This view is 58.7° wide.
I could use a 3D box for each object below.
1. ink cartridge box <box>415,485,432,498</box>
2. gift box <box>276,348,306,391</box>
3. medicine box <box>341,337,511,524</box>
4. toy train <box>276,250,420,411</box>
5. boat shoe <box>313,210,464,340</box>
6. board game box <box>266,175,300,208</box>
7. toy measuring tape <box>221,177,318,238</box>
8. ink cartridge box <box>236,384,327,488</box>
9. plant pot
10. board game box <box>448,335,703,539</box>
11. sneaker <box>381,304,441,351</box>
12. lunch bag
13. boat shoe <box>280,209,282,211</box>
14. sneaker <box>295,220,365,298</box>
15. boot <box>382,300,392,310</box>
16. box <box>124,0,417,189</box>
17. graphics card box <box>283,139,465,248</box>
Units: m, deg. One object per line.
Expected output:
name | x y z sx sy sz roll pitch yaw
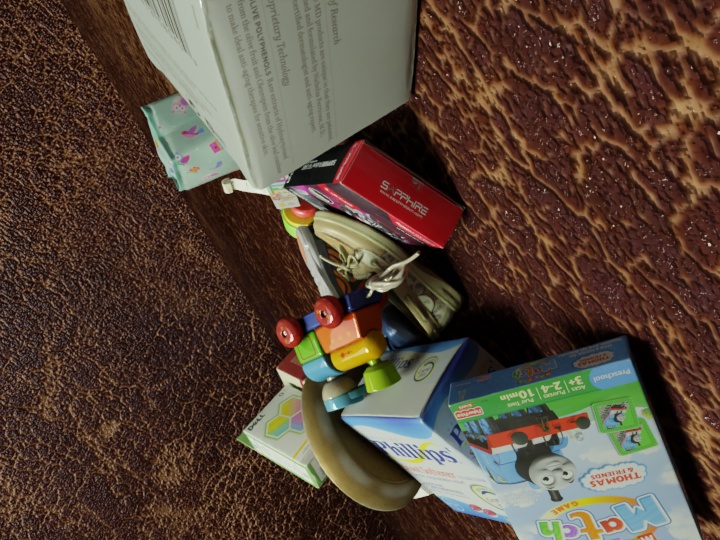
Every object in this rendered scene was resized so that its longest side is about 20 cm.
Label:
ink cartridge box | 0.047 0.205 0.920 0.200 0.147 0.083 38 152 4
gift box | 0.002 0.192 1.094 0.184 0.200 0.187 24 143 40
medicine box | 0.110 0.177 0.698 0.200 0.103 0.182 40 154 -14
toy train | 0.009 0.070 0.652 0.200 0.085 0.116 -28 83 43
boat shoe | 0.026 0.004 0.712 0.200 0.063 0.073 34 174 -13
board game box | -0.108 -0.167 0.785 0.200 0.034 0.135 87 175 -81
toy measuring tape | -0.113 -0.086 0.917 0.199 0.074 0.074 12 151 10
ink cartridge box | -0.109 0.246 1.002 0.200 0.104 0.059 14 138 41
plant pot | 0.014 0.190 0.784 0.027 0.200 0.200 -41 81 32
board game box | 0.185 0.164 0.550 0.200 0.151 0.037 61 -156 -20
sneaker | 0.060 0.104 0.821 0.074 0.082 0.200 51 -177 28
lunch bag | -0.231 -0.205 1.000 0.122 0.170 0.200 60 167 7
boat shoe | -0.125 -0.148 0.979 0.071 0.070 0.201 37 158 40
sneaker | 0.000 0.000 0.808 0.078 0.112 0.200 87 159 -58
boot | 0.016 0.041 0.972 0.200 0.069 0.174 52 170 28
box | -0.079 -0.220 0.504 0.199 0.171 0.200 50 164 23
graphics card box | 0.005 -0.078 0.674 0.125 0.051 0.200 30 175 -23
